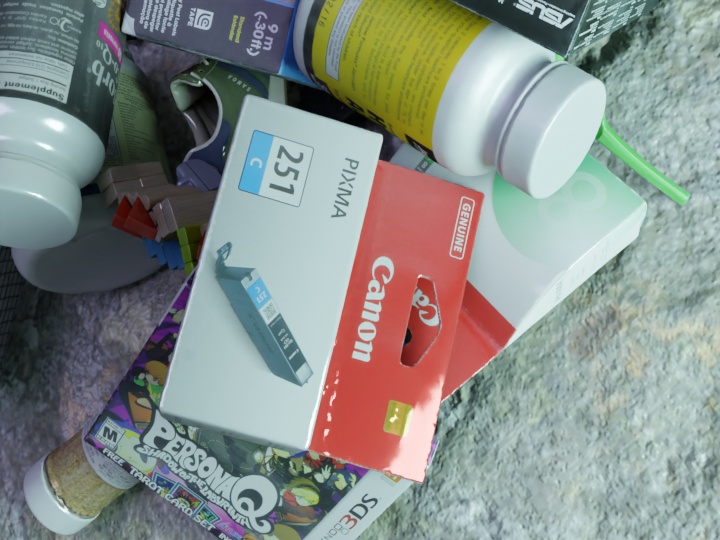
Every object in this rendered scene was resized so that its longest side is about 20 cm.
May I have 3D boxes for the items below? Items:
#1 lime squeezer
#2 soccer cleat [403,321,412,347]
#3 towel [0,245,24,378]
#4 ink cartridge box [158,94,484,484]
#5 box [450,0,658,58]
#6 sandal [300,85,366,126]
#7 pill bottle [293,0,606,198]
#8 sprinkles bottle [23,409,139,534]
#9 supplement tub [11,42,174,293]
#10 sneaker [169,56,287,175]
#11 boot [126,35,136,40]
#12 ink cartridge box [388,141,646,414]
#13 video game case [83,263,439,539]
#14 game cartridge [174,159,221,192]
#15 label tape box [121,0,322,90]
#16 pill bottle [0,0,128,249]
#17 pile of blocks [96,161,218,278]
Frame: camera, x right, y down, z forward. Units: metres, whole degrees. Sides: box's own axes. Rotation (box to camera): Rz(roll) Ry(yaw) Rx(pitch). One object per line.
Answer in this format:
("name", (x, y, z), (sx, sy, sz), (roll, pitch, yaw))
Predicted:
("lime squeezer", (0.153, -0.124, 0.722), (0.038, 0.070, 0.202), (-43, 60, 36))
("soccer cleat", (0.000, 0.000, 0.786), (0.074, 0.068, 0.201), (-52, 59, 31))
("towel", (-0.361, 0.013, 0.912), (0.084, 0.166, 0.204), (15, 96, 1))
("ink cartridge box", (-0.016, 0.013, 0.643), (0.173, 0.045, 0.204), (16, 76, -8))
("box", (0.092, -0.214, 0.680), (0.191, 0.200, 0.048), (32, 123, 16))
("sandal", (0.036, -0.165, 0.813), (0.198, 0.048, 0.077), (-21, 70, 38))
("pill bottle", (0.058, -0.132, 0.684), (0.199, 0.111, 0.112), (36, 97, 27))
("sprinkles bottle", (-0.188, 0.138, 0.852), (0.199, 0.068, 0.069), (-38, 63, 17))
("supplement tub", (-0.240, -0.099, 0.892), (0.143, 0.144, 0.203), (-27, 67, 21))
("sneaker", (-0.111, -0.158, 0.844), (0.067, 0.088, 0.204), (133, 135, -55))
("boot", (-0.280, -0.306, 1.006), (0.171, 0.069, 0.204), (5, 83, 30))
("ink cartridge box", (0.069, -0.027, 0.711), (0.199, 0.050, 0.161), (-37, 61, -14))
("video game case", (-0.074, 0.117, 0.716), (0.199, 0.036, 0.182), (37, 125, -4))
("game cartridge", (-0.076, 0.023, 0.784), (0.040, 0.135, 0.200), (-26, 56, -26))
("label tape box", (-0.065, -0.222, 0.774), (0.196, 0.063, 0.147), (17, 97, 12))
("pill bottle", (-0.239, -0.127, 0.761), (0.114, 0.116, 0.204), (-10, 63, 27))
("pile of blocks", (-0.132, -0.022, 0.730), (0.198, 0.061, 0.084), (22, 115, 44))
